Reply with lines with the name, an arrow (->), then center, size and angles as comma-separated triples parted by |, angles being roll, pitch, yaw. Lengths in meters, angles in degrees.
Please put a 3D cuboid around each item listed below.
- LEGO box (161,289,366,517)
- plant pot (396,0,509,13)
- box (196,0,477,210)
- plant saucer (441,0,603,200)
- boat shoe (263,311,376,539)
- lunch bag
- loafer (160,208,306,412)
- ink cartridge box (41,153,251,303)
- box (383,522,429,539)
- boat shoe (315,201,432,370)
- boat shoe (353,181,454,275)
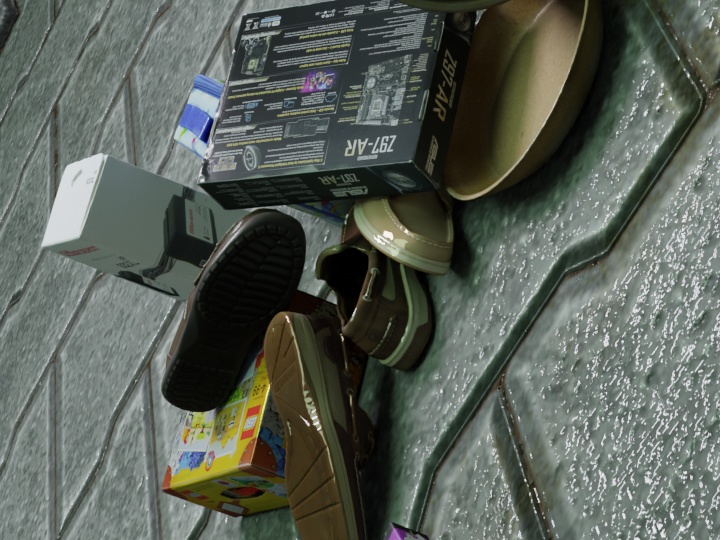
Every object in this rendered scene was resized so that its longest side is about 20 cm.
LEGO box -> -0.079, 0.114, 1.603 | 0.200, 0.077, 0.150 | -25, 47, 61
plant pot -> 0.068, -0.287, 1.417 | 0.174, 0.198, 0.202 | -61, -6, -83
box -> -0.019, -0.133, 1.493 | 0.198, 0.044, 0.162 | -5, 60, 32
plant saucer -> 0.122, -0.139, 1.404 | 0.201, 0.035, 0.201 | -52, 26, 38
boat shoe -> -0.017, 0.125, 1.455 | 0.072, 0.071, 0.202 | -44, 54, 48
lunch bag -> -0.072, -0.106, 1.676 | 0.083, 0.160, 0.200 | -67, 20, 4
loafer -> -0.108, 0.021, 1.548 | 0.201, 0.073, 0.071 | -56, 25, 30
ink cartridge box -> -0.180, -0.029, 1.811 | 0.145, 0.199, 0.084 | -7, 64, 66
box -> 0.029, 0.272, 1.252 | 0.144, 0.036, 0.200 | -65, 20, 12
boat shoe -> 0.003, -0.005, 1.516 | 0.075, 0.074, 0.203 | -60, 23, 21
boat shoe -> 0.036, -0.066, 1.493 | 0.070, 0.073, 0.200 | -64, 22, 21
